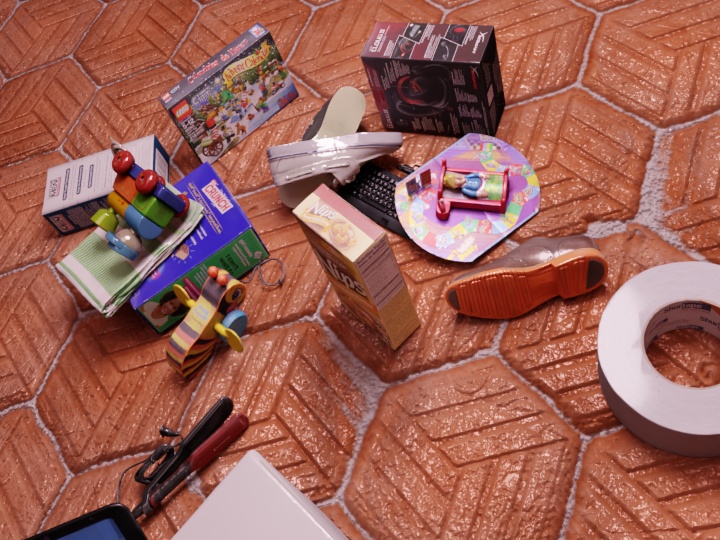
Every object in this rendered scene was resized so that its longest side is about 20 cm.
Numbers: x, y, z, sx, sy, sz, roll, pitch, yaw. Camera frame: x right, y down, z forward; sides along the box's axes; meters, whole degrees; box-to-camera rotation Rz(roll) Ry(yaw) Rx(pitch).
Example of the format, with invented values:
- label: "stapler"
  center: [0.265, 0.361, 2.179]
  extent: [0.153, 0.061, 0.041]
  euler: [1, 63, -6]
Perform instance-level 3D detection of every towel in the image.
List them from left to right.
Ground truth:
- label: "towel"
  center: [-0.327, -0.043, 1.100]
  extent: [0.151, 0.024, 0.201]
  euler: [31, 73, 36]

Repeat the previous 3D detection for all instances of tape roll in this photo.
- label: "tape roll"
  center: [0.357, 0.092, 0.837]
  extent: [0.196, 0.066, 0.204]
  euler: [-10, 56, 14]

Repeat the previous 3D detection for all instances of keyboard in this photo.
- label: "keyboard"
  center: [0.059, -0.111, 1.090]
  extent: [0.198, 0.040, 0.105]
  euler: [31, 73, 31]

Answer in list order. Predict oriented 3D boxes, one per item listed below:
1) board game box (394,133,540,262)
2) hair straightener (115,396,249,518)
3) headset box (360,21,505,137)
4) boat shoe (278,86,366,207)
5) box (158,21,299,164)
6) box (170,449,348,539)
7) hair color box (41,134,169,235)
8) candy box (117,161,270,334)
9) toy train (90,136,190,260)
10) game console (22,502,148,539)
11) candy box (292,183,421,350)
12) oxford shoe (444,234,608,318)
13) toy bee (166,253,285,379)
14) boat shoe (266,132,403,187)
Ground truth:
- label: "board game box"
  center: [0.144, -0.109, 1.034]
  extent: [0.198, 0.039, 0.159]
  euler: [-35, 64, -10]
- label: "hair straightener"
  center: [-0.233, 0.234, 0.978]
  extent: [0.200, 0.041, 0.077]
  euler: [-46, 55, -7]
- label: "headset box"
  center: [0.098, -0.272, 1.112]
  extent: [0.196, 0.149, 0.076]
  euler: [10, 60, 25]
- label: "boat shoe"
  center: [-0.059, -0.180, 1.166]
  extent: [0.073, 0.063, 0.204]
  euler: [32, 82, -11]
- label: "box"
  center: [-0.204, -0.275, 1.228]
  extent: [0.199, 0.137, 0.038]
  euler: [-40, 54, -8]
- label: "box"
  center: [-0.089, 0.337, 0.771]
  extent: [0.199, 0.172, 0.199]
  euler: [35, 74, 34]
- label: "hair color box"
  center: [-0.411, -0.139, 1.261]
  extent: [0.196, 0.061, 0.102]
  euler: [-15, 54, 9]
- label: "candy box"
  center: [-0.256, -0.037, 1.131]
  extent: [0.198, 0.077, 0.170]
  euler: [-36, 52, -4]
- label: "toy train"
  center: [-0.337, -0.103, 1.090]
  extent: [0.199, 0.085, 0.117]
  euler: [35, 86, 38]
- label: "game console"
  center: [-0.314, 0.387, 0.854]
  extent: [0.197, 0.117, 0.178]
  euler: [-23, 53, 5]
- label: "candy box"
  center: [0.000, 0.000, 0.939]
  extent: [0.055, 0.201, 0.115]
  euler: [-43, 54, -12]
- label: "oxford shoe"
  center: [0.199, 0.005, 0.959]
  extent: [0.196, 0.072, 0.074]
  euler: [-12, 35, 7]
- label: "toy bee"
  center: [-0.197, 0.042, 1.034]
  extent: [0.128, 0.109, 0.203]
  euler: [13, 69, 17]
- label: "boat shoe"
  center: [-0.033, -0.155, 1.108]
  extent: [0.196, 0.071, 0.071]
  euler: [-10, 98, -9]
